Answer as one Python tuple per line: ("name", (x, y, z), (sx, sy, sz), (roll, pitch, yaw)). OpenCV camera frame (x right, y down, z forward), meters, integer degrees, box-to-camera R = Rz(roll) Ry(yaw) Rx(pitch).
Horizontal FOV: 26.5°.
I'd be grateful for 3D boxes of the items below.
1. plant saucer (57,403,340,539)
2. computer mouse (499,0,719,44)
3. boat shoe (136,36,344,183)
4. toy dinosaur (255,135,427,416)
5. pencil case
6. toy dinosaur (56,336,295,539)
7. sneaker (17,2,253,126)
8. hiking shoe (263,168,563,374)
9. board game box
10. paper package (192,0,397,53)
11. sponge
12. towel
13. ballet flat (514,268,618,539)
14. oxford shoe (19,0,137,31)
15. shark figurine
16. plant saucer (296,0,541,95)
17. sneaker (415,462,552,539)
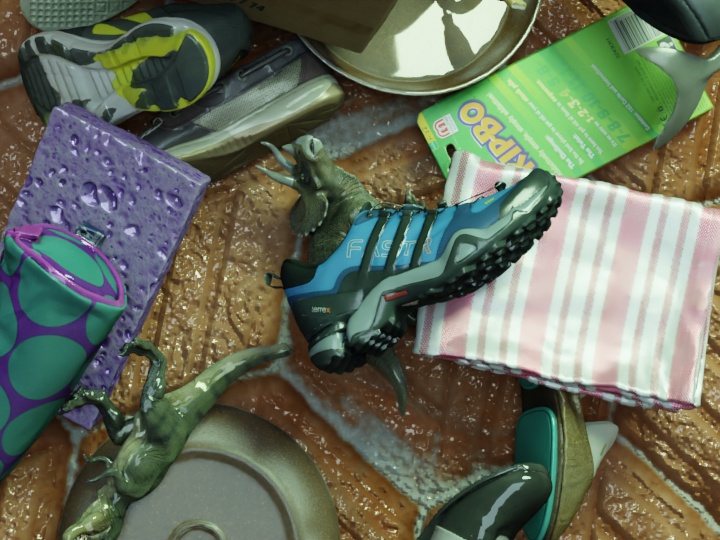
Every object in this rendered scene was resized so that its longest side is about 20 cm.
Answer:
("plant saucer", (-0.111, 0.192, 1.054), (0.197, 0.037, 0.203), (0, 84, -4))
("computer mouse", (0.160, -0.210, 1.031), (0.140, 0.046, 0.200), (-32, 57, -17))
("boat shoe", (-0.110, -0.102, 1.069), (0.198, 0.072, 0.065), (-25, 76, -6))
("toy dinosaur", (0.000, 0.000, 1.071), (0.101, 0.077, 0.203), (-10, 95, 12))
("pencil case", (-0.233, 0.061, 0.996), (0.092, 0.085, 0.201), (39, 111, 4))
("toy dinosaur", (-0.143, 0.096, 1.023), (0.088, 0.047, 0.200), (45, 81, -11))
("sneaker", (-0.151, -0.138, 1.039), (0.084, 0.198, 0.075), (-32, 115, -45))
("hiking shoe", (0.036, -0.018, 0.992), (0.199, 0.074, 0.087), (-33, 75, 1))
("board game box", (0.145, -0.113, 1.103), (0.198, 0.030, 0.096), (-27, 85, -8))
("paper package", (-0.062, -0.235, 0.962), (0.198, 0.191, 0.105), (15, 78, -9))
("sponge", (-0.190, 0.000, 1.030), (0.111, 0.030, 0.202), (27, 109, 1))
("towel", (0.143, 0.006, 1.035), (0.197, 0.030, 0.148), (12, 77, -2))
("ballet flat", (0.141, 0.089, 1.071), (0.071, 0.068, 0.203), (-3, 80, -22))
("oxford shoe", (-0.164, -0.247, 1.087), (0.200, 0.075, 0.058), (-45, 45, 1))
("shark figurine", (0.255, -0.186, 1.082), (0.126, 0.090, 0.217), (-1, 56, 8))
("plant saucer", (0.032, -0.216, 1.092), (0.197, 0.035, 0.203), (2, 78, -8))
("sneaker", (0.066, 0.216, 1.016), (0.200, 0.074, 0.089), (-47, 51, 12))
